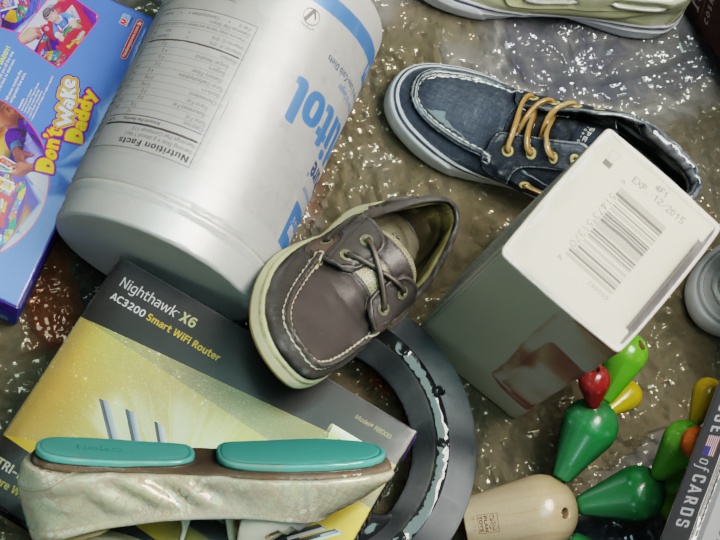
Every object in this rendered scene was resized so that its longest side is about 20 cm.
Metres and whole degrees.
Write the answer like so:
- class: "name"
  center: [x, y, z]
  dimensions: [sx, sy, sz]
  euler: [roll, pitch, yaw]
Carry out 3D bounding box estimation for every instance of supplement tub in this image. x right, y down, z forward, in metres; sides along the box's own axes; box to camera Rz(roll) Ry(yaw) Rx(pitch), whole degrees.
- class: "supplement tub"
  center: [-0.081, -0.086, 1.129]
  dimensions: [0.132, 0.132, 0.200]
  euler: [25, 72, -5]

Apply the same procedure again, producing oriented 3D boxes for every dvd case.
- class: "dvd case"
  center: [0.236, 0.150, 1.117]
  dimensions: [0.025, 0.200, 0.151]
  euler: [8, 64, 37]

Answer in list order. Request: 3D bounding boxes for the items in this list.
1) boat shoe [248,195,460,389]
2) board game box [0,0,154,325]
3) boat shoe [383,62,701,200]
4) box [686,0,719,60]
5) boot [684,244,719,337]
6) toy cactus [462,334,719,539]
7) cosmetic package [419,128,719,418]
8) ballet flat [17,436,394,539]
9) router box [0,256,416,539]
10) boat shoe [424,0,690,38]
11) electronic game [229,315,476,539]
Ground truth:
- class: "boat shoe"
  center: [0.000, 0.000, 1.094]
  dimensions: [0.073, 0.065, 0.200]
  euler: [56, 31, -11]
- class: "board game box"
  center: [-0.224, -0.087, 1.142]
  dimensions: [0.134, 0.045, 0.200]
  euler: [25, 71, -5]
- class: "boat shoe"
  center: [0.115, -0.084, 1.191]
  dimensions: [0.200, 0.091, 0.071]
  euler: [25, 71, -5]
- class: "box"
  center: [0.328, -0.174, 1.196]
  dimensions: [0.164, 0.166, 0.200]
  euler: [-17, 59, -15]
- class: "boot"
  center: [0.309, -0.012, 1.211]
  dimensions: [0.200, 0.096, 0.074]
  euler: [-16, 79, -16]
- class: "toy cactus"
  center: [0.144, 0.143, 1.136]
  dimensions: [0.165, 0.102, 0.201]
  euler: [-10, 101, 4]
- class: "cosmetic package"
  center: [0.115, 0.008, 1.109]
  dimensions: [0.087, 0.200, 0.103]
  euler: [41, 73, 0]
- class: "ballet flat"
  center: [-0.082, 0.122, 1.025]
  dimensions: [0.199, 0.067, 0.063]
  euler: [1, 101, 0]
- class: "router box"
  center: [-0.092, 0.111, 1.078]
  dimensions: [0.200, 0.052, 0.157]
  euler: [30, 74, 5]
- class: "boat shoe"
  center: [0.121, -0.199, 1.238]
  dimensions: [0.199, 0.062, 0.072]
  euler: [8, 74, -10]
- class: "electronic game"
  center: [-0.030, 0.105, 1.134]
  dimensions: [0.199, 0.042, 0.201]
  euler: [1, 73, -4]
